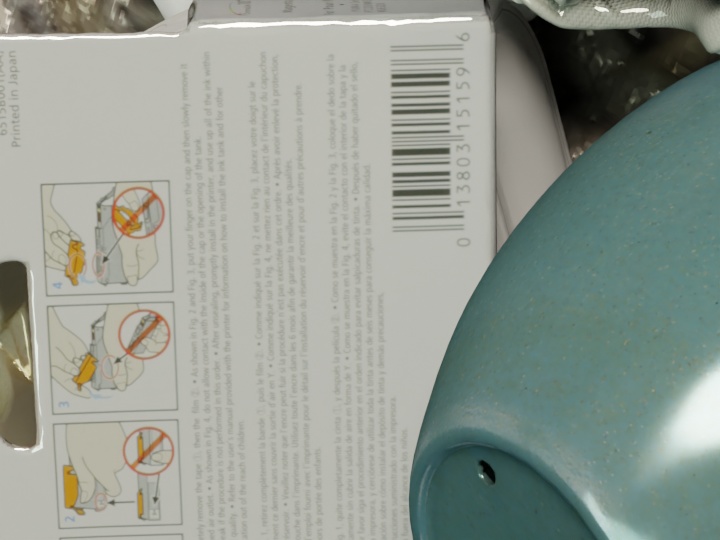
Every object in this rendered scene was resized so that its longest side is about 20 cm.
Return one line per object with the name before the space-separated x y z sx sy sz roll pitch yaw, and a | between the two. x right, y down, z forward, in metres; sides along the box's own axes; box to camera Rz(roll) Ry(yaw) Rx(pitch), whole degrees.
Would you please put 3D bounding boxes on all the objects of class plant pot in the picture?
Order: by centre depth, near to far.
plant pot | 0.092 0.057 0.704 0.200 0.134 0.201 34 138 39

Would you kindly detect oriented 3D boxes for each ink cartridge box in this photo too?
ink cartridge box | -0.045 0.019 0.787 0.172 0.044 0.201 -1 107 0

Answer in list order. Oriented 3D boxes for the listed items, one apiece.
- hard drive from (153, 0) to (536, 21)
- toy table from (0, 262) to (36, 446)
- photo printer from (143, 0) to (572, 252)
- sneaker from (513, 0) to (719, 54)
hard drive | -0.038 -0.148 0.874 0.132 0.026 0.201 -25 102 36
toy table | -0.135 0.024 0.960 0.200 0.117 0.184 37 121 19
photo printer | 0.000 0.000 0.872 0.166 0.069 0.201 -3 114 30
sneaker | 0.049 -0.116 0.770 0.199 0.081 0.075 17 139 26
